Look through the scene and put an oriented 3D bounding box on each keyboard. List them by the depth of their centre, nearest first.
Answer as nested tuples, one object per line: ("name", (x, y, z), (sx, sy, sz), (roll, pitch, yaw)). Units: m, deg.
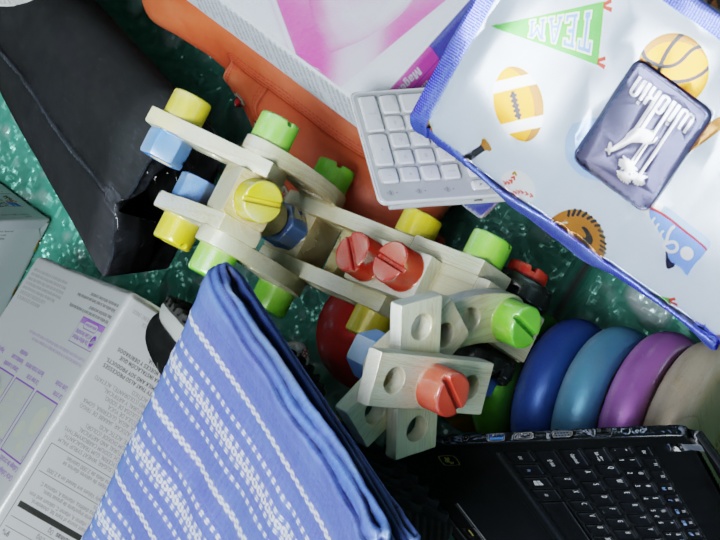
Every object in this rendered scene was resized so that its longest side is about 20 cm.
("keyboard", (0.096, -0.056, 0.789), (0.011, 0.199, 0.056), (113, 149, -58))

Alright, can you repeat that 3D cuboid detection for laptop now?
("laptop", (0.123, 0.146, 0.759), (0.199, 0.177, 0.104), (-5, 53, 26))

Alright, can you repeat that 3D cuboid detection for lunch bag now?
("lunch bag", (0.140, -0.087, 0.739), (0.170, 0.124, 0.200), (36, 82, 12))

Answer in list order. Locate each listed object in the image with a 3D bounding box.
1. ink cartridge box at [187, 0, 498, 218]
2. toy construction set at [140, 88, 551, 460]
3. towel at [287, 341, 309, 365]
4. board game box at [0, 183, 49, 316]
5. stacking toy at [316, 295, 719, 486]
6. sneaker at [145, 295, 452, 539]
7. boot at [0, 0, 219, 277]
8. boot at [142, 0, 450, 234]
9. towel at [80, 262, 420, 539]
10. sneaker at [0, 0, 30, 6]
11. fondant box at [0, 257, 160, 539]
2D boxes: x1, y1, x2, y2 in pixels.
("ink cartridge box", (0.037, -0.156, 0.834), (0.200, 0.043, 0.197), (37, 80, 21))
("toy construction set", (0.000, 0.000, 0.788), (0.092, 0.131, 0.200), (-52, 45, 5))
("towel", (-0.102, 0.118, 0.873), (0.146, 0.030, 0.201), (-9, 50, 60))
("board game box", (-0.281, -0.035, 1.002), (0.200, 0.105, 0.103), (35, 107, 21))
("stacking toy", (0.068, 0.050, 0.857), (0.199, 0.085, 0.086), (16, 99, 32))
("sneaker", (-0.047, 0.084, 0.767), (0.090, 0.070, 0.200), (-60, 39, 9))
("boot", (-0.131, -0.118, 0.897), (0.200, 0.065, 0.165), (56, 147, 35))
("boot", (-0.034, -0.080, 0.901), (0.200, 0.075, 0.108), (30, 113, 24))
("towel", (-0.057, 0.114, 0.714), (0.145, 0.024, 0.200), (54, 131, 34))
("sneaker", (-0.120, -0.184, 0.833), (0.199, 0.081, 0.115), (1, 54, 26))
("fondant box", (-0.160, 0.099, 0.897), (0.200, 0.058, 0.144), (-58, 25, -8))
